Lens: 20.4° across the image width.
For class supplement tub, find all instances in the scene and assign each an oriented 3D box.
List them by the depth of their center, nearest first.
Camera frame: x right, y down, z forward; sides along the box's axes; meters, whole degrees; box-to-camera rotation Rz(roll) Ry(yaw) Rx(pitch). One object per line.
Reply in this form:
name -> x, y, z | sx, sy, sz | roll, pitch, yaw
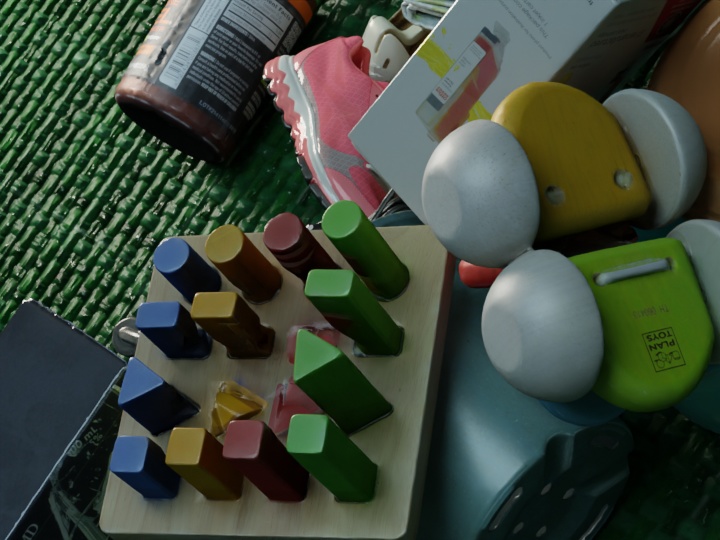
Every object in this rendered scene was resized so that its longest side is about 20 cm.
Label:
supplement tub -> -0.105, -0.194, 1.596 | 0.107, 0.107, 0.200 | 20, 76, 39

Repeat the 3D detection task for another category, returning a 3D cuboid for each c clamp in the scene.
c clamp -> -0.108, 0.074, 1.393 | 0.171, 0.200, 0.027 | 24, 83, 24

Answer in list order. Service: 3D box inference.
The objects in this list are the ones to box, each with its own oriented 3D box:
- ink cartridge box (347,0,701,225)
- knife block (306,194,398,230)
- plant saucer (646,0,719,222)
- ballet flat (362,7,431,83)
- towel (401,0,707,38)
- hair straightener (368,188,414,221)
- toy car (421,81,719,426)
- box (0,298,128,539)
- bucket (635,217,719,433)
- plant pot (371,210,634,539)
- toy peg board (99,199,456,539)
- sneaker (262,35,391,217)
ink cartridge box -> 0.107, -0.132, 1.244 | 0.083, 0.145, 0.200 | 50, 125, 13
knife block -> 0.045, 0.002, 1.415 | 0.200, 0.064, 0.176 | 18, 75, 38
plant saucer -> 0.257, -0.109, 1.183 | 0.200, 0.037, 0.200 | -17, 54, 25
ballet flat -> 0.041, -0.187, 1.525 | 0.200, 0.065, 0.071 | -47, 48, 1
towel -> 0.146, -0.205, 1.409 | 0.171, 0.048, 0.200 | 25, 42, 29
hair straightener -> 0.000, 0.000, 1.314 | 0.200, 0.077, 0.041 | -44, 79, 3
toy car -> 0.120, 0.000, 1.141 | 0.200, 0.175, 0.150 | 66, 147, 19
box -> -0.199, 0.160, 1.392 | 0.124, 0.197, 0.200 | 28, 81, 40
bucket -> 0.237, -0.001, 1.247 | 0.207, 0.135, 0.208 | -15, 58, 25
plant pot -> 0.057, 0.099, 1.281 | 0.200, 0.200, 0.196 | -48, 58, 0
toy peg board -> -0.062, 0.051, 1.173 | 0.199, 0.098, 0.200 | -2, 63, 22
sneaker -> -0.003, -0.096, 1.414 | 0.087, 0.074, 0.200 | -28, 53, 6
